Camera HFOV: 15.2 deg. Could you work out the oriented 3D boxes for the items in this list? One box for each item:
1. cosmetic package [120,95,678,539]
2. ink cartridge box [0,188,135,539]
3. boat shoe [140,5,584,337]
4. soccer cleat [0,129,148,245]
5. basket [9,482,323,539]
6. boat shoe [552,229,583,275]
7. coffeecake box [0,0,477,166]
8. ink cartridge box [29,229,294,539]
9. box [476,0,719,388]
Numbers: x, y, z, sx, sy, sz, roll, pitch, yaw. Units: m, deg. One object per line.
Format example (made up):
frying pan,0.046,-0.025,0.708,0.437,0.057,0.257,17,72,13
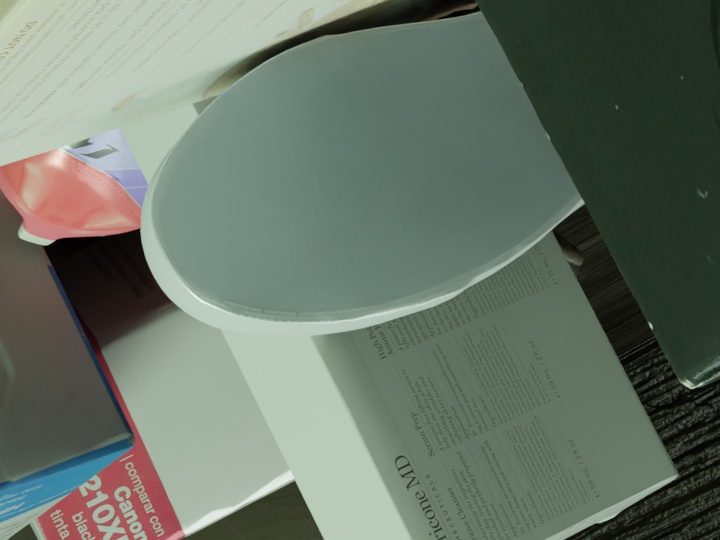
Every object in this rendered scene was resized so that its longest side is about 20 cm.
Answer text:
cosmetic package,-0.003,-0.013,0.719,0.082,0.201,0.051,-21,170,-31
ink cartridge box,-0.170,0.051,0.869,0.068,0.116,0.200,-18,167,-44
boat shoe,0.028,-0.036,0.673,0.200,0.070,0.066,-32,175,-26
soccer cleat,-0.033,-0.054,0.857,0.199,0.067,0.076,-14,160,-48
basket,-0.121,0.103,1.123,0.199,0.136,0.181,9,110,-36
boat shoe,0.000,0.000,0.832,0.200,0.074,0.074,19,106,-55
coffeecake box,-0.022,-0.096,0.593,0.199,0.073,0.153,-21,170,-37
ink cartridge box,-0.045,0.016,0.979,0.199,0.085,0.145,-26,-159,-9
box,0.077,-0.114,0.358,0.148,0.201,0.124,-21,168,-35
